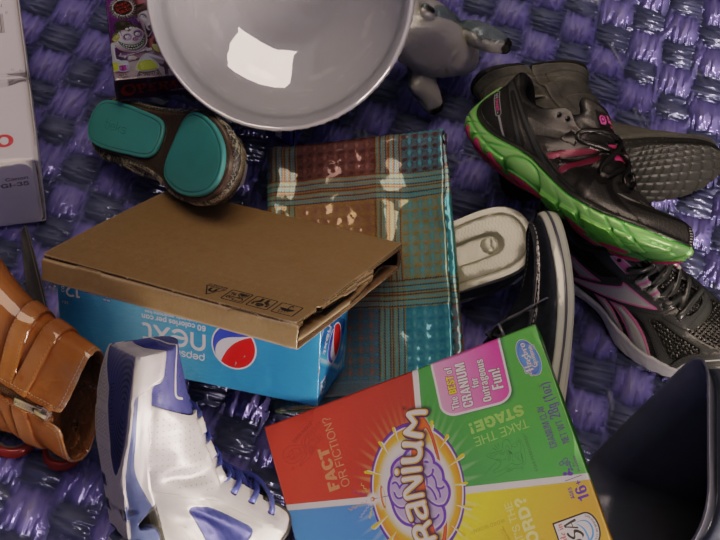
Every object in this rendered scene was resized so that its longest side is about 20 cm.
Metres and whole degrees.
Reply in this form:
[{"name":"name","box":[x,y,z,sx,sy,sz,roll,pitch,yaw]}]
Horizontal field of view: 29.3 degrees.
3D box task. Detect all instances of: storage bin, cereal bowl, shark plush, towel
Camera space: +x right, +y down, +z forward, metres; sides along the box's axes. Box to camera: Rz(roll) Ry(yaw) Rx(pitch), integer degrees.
[{"name":"storage bin","box":[0.239,0.155,0.902,0.132,0.201,0.147,15,56,-9]},{"name":"cereal bowl","box":[-0.054,-0.206,1.009,0.197,0.083,0.203,1,99,5]},{"name":"shark plush","box":[0.028,-0.205,1.120,0.198,0.091,0.084,19,36,-36]},{"name":"towel","box":[0.000,0.000,1.007,0.144,0.022,0.203,-5,77,11]}]

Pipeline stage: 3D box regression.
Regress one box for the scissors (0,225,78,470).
[{"name":"scissors","box":[-0.227,0.053,1.013,0.072,0.014,0.202,1,57,-3]}]

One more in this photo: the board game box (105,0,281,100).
[{"name":"board game box","box":[-0.101,-0.198,1.089,0.197,0.032,0.121,-7,57,-10]}]

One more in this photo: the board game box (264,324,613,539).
[{"name":"board game box","box":[0.050,0.144,0.910,0.198,0.040,0.155,-22,70,8]}]

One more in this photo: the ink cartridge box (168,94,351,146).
[{"name":"ink cartridge box","box":[-0.088,-0.195,1.146,0.198,0.077,0.138,22,60,9]}]

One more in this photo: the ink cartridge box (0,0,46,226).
[{"name":"ink cartridge box","box":[-0.329,-0.130,1.073,0.144,0.083,0.202,-8,58,-12]}]

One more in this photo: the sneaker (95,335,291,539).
[{"name":"sneaker","box":[-0.107,0.138,0.902,0.114,0.203,0.080,-7,13,-26]}]

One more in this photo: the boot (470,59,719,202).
[{"name":"boot","box":[0.196,-0.127,1.146,0.197,0.068,0.132,-1,52,-9]}]

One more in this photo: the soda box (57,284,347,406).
[{"name":"soda box","box":[-0.111,0.034,0.969,0.197,0.069,0.064,10,25,16]}]

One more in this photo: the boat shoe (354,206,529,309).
[{"name":"boat shoe","box":[0.034,0.004,1.047,0.197,0.068,0.073,-11,79,3]}]

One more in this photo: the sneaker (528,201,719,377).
[{"name":"sneaker","box":[0.209,0.005,1.046,0.198,0.087,0.081,31,60,13]}]

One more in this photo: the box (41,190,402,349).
[{"name":"box","box":[-0.091,-0.007,0.948,0.197,0.022,0.163,13,25,23]}]

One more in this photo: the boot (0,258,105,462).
[{"name":"boot","box":[-0.233,0.022,0.909,0.153,0.202,0.074,26,42,27]}]

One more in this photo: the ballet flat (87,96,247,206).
[{"name":"ballet flat","box":[-0.130,-0.088,1.041,0.199,0.075,0.069,22,90,47]}]

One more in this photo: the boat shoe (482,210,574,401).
[{"name":"boat shoe","box":[0.114,0.057,0.975,0.061,0.075,0.203,7,89,0]}]

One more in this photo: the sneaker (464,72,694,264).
[{"name":"sneaker","box":[0.164,-0.077,0.999,0.199,0.077,0.084,40,93,22]}]
